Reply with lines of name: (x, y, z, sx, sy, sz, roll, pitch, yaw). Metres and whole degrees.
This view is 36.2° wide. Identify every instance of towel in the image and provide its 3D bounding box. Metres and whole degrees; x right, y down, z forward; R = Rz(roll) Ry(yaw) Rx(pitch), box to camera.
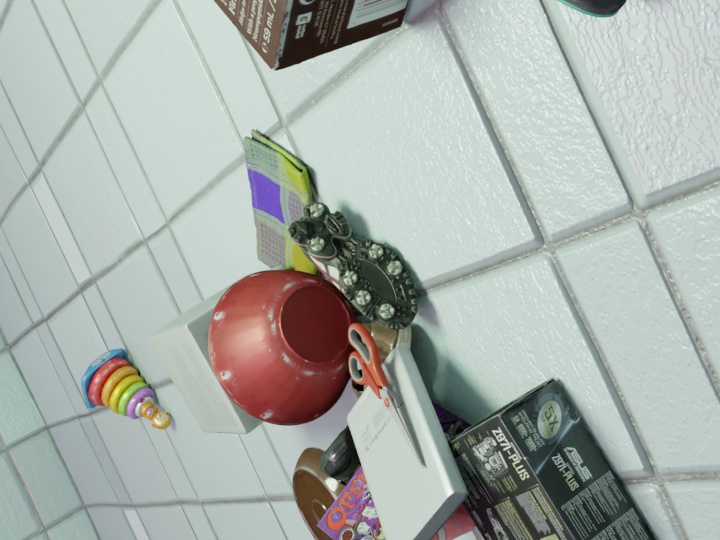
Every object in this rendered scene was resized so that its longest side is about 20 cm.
towel: (-0.103, -0.070, 1.447, 0.143, 0.023, 0.201, 37, 141, 40)

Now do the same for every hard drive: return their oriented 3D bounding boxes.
hard drive: (0.047, 0.204, 1.229, 0.132, 0.026, 0.201, -57, 37, 33)

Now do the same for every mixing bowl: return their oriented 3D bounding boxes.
mixing bowl: (-0.076, 0.080, 1.346, 0.201, 0.199, 0.108, 62, 148, 4)

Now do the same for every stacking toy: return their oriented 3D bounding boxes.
stacking toy: (-0.454, 0.257, 2.199, 0.199, 0.116, 0.110, 32, 142, 26)

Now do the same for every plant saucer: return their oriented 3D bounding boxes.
plant saucer: (-0.047, 0.369, 1.686, 0.200, 0.034, 0.202, 38, 142, 37)

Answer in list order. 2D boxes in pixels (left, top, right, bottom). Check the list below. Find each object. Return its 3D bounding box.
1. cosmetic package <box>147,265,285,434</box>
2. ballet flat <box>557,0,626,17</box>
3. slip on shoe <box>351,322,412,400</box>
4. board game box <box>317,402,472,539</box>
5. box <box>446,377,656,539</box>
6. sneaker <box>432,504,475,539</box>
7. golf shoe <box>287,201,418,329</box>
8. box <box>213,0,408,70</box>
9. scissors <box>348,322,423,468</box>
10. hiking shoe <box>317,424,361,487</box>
cosmetic package: (-0.165, 0.113, 1.521, 0.166, 0.164, 0.200, 61, 155, -6)
ballet flat: (0.135, -0.274, 0.866, 0.200, 0.073, 0.073, 47, 146, 32)
slip on shoe: (0.018, 0.141, 1.347, 0.076, 0.060, 0.201, -88, 6, -47)
board game box: (0.049, 0.248, 1.285, 0.120, 0.201, 0.032, 23, 161, 51)
box: (0.188, 0.238, 1.154, 0.201, 0.086, 0.164, 58, 150, 10)
sneaker: (0.090, 0.266, 1.355, 0.200, 0.086, 0.074, -119, 19, -60)
golf shoe: (0.000, 0.000, 1.308, 0.200, 0.077, 0.088, 46, 171, 26)
box: (-0.059, -0.329, 1.032, 0.200, 0.163, 0.166, 50, 148, 23)
scissors: (0.027, 0.133, 1.225, 0.200, 0.014, 0.074, -129, 40, -52)
hiking shoe: (0.012, 0.266, 1.441, 0.100, 0.076, 0.200, 36, 172, 23)
